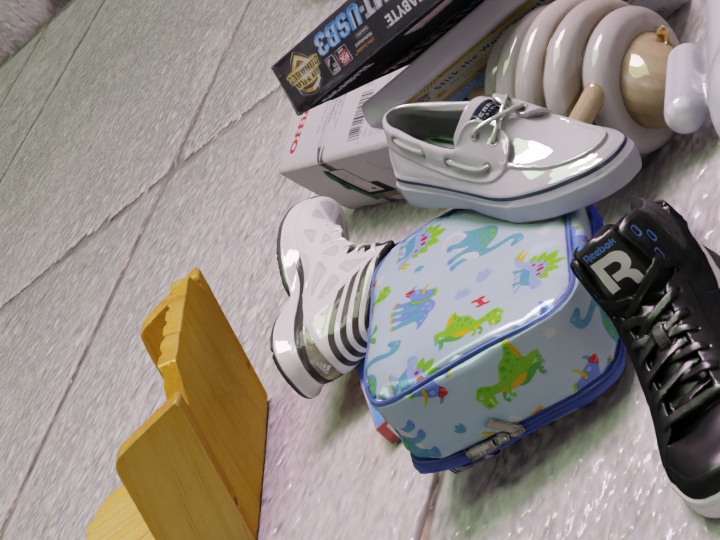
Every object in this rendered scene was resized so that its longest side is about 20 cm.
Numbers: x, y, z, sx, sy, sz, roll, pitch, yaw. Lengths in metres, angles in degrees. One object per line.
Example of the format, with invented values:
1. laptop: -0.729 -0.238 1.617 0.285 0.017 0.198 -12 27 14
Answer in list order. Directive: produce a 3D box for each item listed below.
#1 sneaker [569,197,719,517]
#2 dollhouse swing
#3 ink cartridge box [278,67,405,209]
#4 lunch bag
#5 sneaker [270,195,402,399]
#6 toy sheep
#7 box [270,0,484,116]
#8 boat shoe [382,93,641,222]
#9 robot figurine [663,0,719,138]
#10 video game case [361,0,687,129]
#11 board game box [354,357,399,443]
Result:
1. sneaker: 0.154 0.036 1.018 0.073 0.112 0.201 -40 21 23
2. dollhouse swing: -0.170 0.137 1.458 0.175 0.183 0.200 -21 26 12
3. ink cartridge box: 0.028 -0.139 1.622 0.200 0.084 0.147 -8 60 62
4. lunch bag: 0.086 0.026 1.206 0.160 0.083 0.200 -30 24 18
5. sneaker: 0.000 0.000 1.448 0.115 0.076 0.201 -29 33 23
6. toy sheep: 0.143 -0.119 1.314 0.199 0.138 0.138 5 53 44
7. box: 0.061 -0.200 1.394 0.198 0.050 0.200 -32 -2 -40
8. boat shoe: 0.083 -0.076 1.225 0.199 0.067 0.074 -2 36 47
9. robot figurine: 0.253 -0.123 1.107 0.168 0.113 0.201 -18 30 21
10. video game case: 0.121 -0.159 1.418 0.200 0.023 0.181 -38 -23 26
11. board game box: 0.038 0.043 1.395 0.103 0.019 0.200 -44 20 8
